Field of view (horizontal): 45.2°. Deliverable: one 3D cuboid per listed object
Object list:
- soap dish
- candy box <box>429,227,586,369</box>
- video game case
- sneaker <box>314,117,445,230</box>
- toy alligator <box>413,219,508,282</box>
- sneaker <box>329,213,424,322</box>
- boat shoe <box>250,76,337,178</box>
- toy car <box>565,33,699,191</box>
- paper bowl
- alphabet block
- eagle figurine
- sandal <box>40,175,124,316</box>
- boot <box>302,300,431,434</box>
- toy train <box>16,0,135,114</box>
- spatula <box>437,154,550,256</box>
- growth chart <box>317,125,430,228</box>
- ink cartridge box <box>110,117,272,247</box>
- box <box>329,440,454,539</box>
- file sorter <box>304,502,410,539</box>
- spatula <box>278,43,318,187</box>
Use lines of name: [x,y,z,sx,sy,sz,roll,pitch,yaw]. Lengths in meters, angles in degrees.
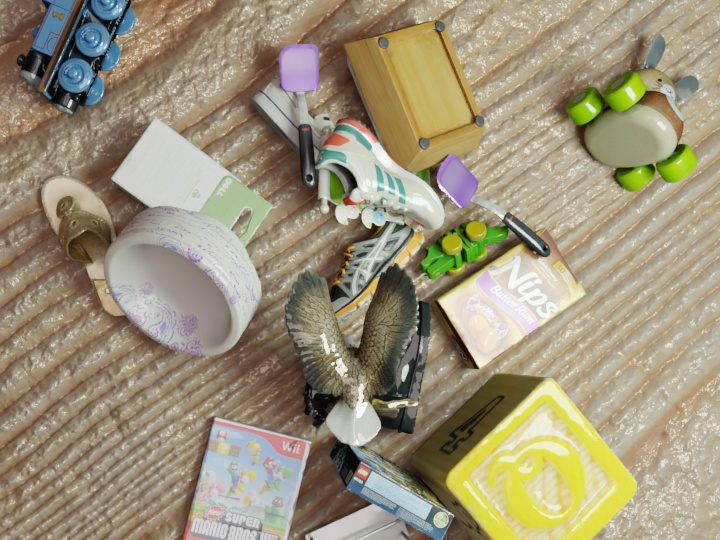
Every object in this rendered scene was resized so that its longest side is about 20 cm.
soap dish: [0.082,-0.249,1.218,0.156,0.081,0.203,-23,90,-32]
candy box: [0.214,0.040,1.256,0.199,0.056,0.118,-33,91,-12]
video game case: [-0.159,0.317,1.188,0.141,0.017,0.203,15,83,-8]
sneaker: [0.022,-0.105,1.154,0.199,0.070,0.094,42,65,-13]
toy alligator: [0.122,-0.026,1.247,0.198,0.060,0.054,-29,51,-11]
sneaker: [0.000,0.000,1.214,0.077,0.078,0.200,45,70,-2]
boat shoe: [-0.064,-0.190,1.218,0.070,0.071,0.200,-43,87,-7]
toy car: [0.433,-0.250,1.278,0.164,0.157,0.201,47,68,-16]
paper bowl: [-0.222,0.005,1.119,0.199,0.201,0.105,36,47,-6]
alphabet block: [0.211,0.272,1.165,0.196,0.200,0.196,-43,94,-10]
eagle figurine: [-0.009,0.104,1.104,0.151,0.150,0.203,-27,127,-37]
sandal: [-0.360,-0.038,1.151,0.077,0.070,0.214,-28,91,-11]
boot: [0.009,0.129,1.209,0.160,0.073,0.202,11,82,-3]
toy train: [-0.383,-0.314,1.163,0.113,0.087,0.203,22,85,1]
spatula: [0.190,-0.083,1.222,0.199,0.021,0.057,37,66,-1]
growth chart: [0.023,-0.129,1.208,0.197,0.018,0.147,3,73,-32]
ink cartridge box: [-0.229,-0.104,1.184,0.199,0.059,0.105,36,81,-6]
box: [0.035,0.278,1.133,0.135,0.200,0.038,30,86,-7]
file sorter: [0.028,0.433,1.160,0.137,0.124,0.203,-21,90,-10]
spatula: [-0.078,-0.211,1.177,0.055,0.021,0.204,-3,77,-10]
